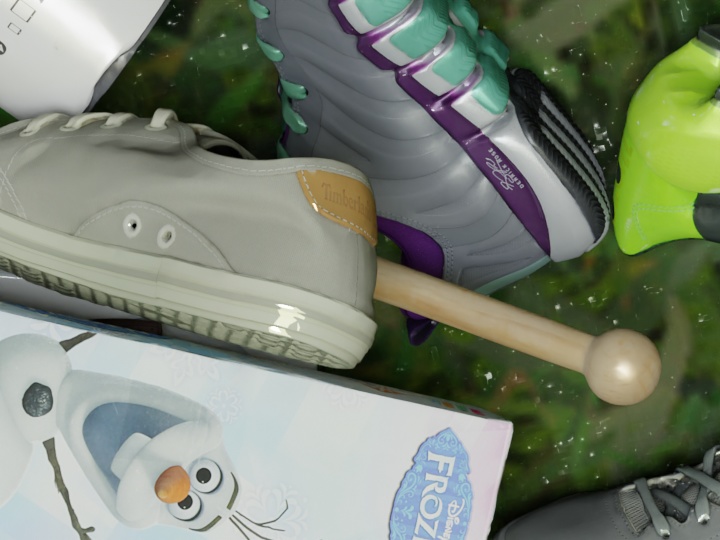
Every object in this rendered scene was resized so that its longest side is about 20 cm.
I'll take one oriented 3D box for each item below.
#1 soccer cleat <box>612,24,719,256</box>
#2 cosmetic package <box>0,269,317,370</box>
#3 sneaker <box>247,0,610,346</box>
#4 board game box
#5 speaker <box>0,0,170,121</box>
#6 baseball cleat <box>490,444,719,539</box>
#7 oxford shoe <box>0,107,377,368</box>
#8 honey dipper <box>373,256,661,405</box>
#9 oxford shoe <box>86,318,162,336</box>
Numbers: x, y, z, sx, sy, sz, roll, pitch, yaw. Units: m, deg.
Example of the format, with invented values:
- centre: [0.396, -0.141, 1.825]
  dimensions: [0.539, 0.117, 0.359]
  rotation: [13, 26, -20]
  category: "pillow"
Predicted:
- centre: [0.176, -0.023, 0.919]
  dimensions: [0.199, 0.068, 0.081]
  rotation: [10, 131, -9]
  category: "soccer cleat"
- centre: [-0.094, 0.090, 0.949]
  dimensions: [0.150, 0.052, 0.201]
  rotation: [5, 108, 0]
  category: "cosmetic package"
- centre: [-0.011, -0.066, 0.891]
  dimensions: [0.087, 0.074, 0.200]
  rotation: [-35, 104, 17]
  category: "sneaker"
- centre: [-0.073, 0.118, 0.841]
  dimensions: [0.198, 0.043, 0.201]
  rotation: [13, 90, -18]
  category: "board game box"
- centre: [-0.149, -0.126, 0.861]
  dimensions: [0.200, 0.081, 0.081]
  rotation: [35, 104, -12]
  category: "speaker"
- centre: [0.134, 0.061, 0.934]
  dimensions: [0.199, 0.070, 0.107]
  rotation: [-7, 120, -10]
  category: "baseball cleat"
- centre: [-0.069, -0.019, 0.839]
  dimensions: [0.075, 0.199, 0.058]
  rotation: [23, 82, -49]
  category: "oxford shoe"
- centre: [0.000, 0.000, 0.882]
  dimensions: [0.199, 0.038, 0.038]
  rotation: [19, 109, 22]
  category: "honey dipper"
- centre: [-0.066, 0.112, 0.894]
  dimensions: [0.072, 0.071, 0.201]
  rotation: [-15, 107, -2]
  category: "oxford shoe"
